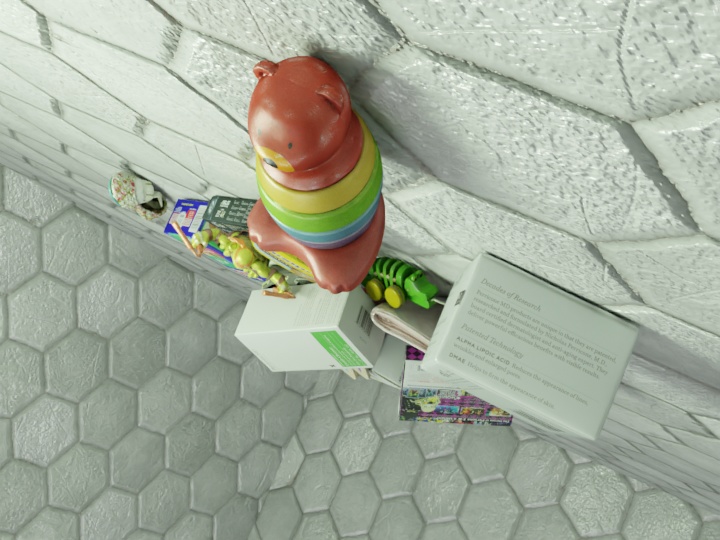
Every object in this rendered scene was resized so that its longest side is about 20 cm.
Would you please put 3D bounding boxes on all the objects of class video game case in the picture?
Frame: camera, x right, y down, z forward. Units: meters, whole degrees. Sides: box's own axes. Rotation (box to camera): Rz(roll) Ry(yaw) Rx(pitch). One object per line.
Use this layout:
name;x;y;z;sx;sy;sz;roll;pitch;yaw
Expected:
video game case;0.163;0.191;1.447;0.195;0.036;0.183;3;140;1

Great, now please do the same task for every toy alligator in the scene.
toy alligator;0.066;0.016;1.214;0.198;0.059;0.055;18;129;45

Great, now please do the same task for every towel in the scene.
towel;0.121;0.095;1.278;0.189;0.033;0.199;33;-165;14

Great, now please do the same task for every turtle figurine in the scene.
turtle figurine;-0.174;-0.028;1.271;0.197;0.065;0.161;29;-179;-8

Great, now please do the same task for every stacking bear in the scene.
stacking bear;-0.038;-0.086;0.695;0.120;0.115;0.201;31;163;17

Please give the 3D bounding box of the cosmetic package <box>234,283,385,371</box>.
cosmetic package;-0.071;0.083;1.287;0.197;0.086;0.108;-9;138;37

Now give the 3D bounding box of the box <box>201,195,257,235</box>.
box;-0.145;-0.058;1.405;0.159;0.044;0.199;31;170;-30

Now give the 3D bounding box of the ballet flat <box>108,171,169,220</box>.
ballet flat;-0.411;-0.144;1.665;0.062;0.078;0.200;-7;173;4

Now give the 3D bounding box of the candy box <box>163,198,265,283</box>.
candy box;-0.238;-0.050;1.621;0.198;0.078;0.168;29;171;-31

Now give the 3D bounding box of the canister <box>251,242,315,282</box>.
canister;-0.068;-0.041;1.142;0.146;0.088;0.200;28;173;-9

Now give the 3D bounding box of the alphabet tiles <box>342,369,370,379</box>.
alphabet tiles;-0.056;0.099;1.498;0.194;0.015;0.202;33;154;40

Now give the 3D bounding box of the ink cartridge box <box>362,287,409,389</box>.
ink cartridge box;0.039;0.116;1.578;0.083;0.147;0.199;30;170;-23

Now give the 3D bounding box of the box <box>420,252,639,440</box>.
box;0.187;0.093;1.031;0.197;0.133;0.199;26;172;3

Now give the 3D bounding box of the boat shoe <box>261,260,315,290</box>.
boat shoe;-0.089;0.021;1.354;0.071;0.061;0.200;31;167;-30
